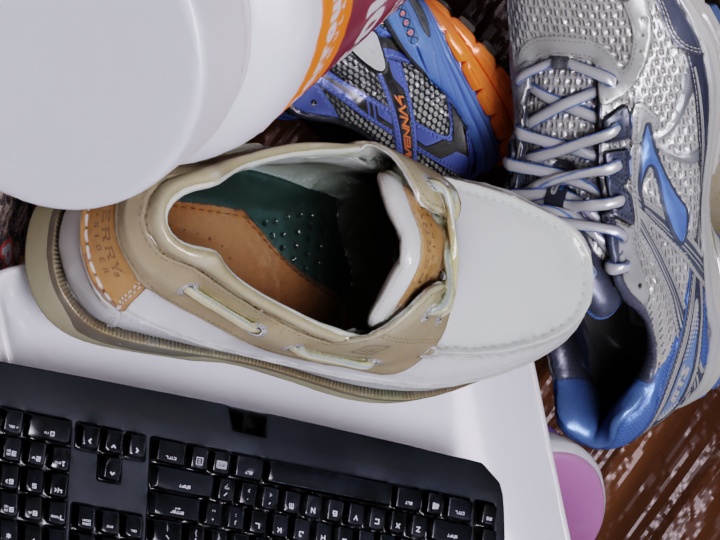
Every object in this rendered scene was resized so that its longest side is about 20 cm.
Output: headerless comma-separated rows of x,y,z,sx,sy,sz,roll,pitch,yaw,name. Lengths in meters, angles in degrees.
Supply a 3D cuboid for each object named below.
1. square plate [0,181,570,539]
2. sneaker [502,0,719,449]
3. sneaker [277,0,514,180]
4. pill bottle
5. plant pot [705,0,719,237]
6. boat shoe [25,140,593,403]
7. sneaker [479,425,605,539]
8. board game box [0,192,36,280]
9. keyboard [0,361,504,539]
-0.019,0.084,0.945,0.199,0.028,0.200,-11,88,-36,square plate
0.083,-0.026,1.016,0.085,0.077,0.201,-44,128,-43,sneaker
-0.022,-0.090,1.022,0.078,0.075,0.200,-47,114,-7,sneaker
-0.048,-0.099,0.866,0.200,0.113,0.115,-47,125,-57,pill bottle
0.213,-0.057,1.098,0.198,0.187,0.189,6,97,-12,plant pot
0.000,0.000,0.912,0.199,0.068,0.075,0,81,-36,boat shoe
-0.010,0.103,1.064,0.200,0.089,0.080,-37,136,8,sneaker
-0.159,0.000,0.891,0.096,0.200,0.161,4,100,14,board game box
-0.032,0.091,0.894,0.199,0.040,0.105,12,75,-32,keyboard
